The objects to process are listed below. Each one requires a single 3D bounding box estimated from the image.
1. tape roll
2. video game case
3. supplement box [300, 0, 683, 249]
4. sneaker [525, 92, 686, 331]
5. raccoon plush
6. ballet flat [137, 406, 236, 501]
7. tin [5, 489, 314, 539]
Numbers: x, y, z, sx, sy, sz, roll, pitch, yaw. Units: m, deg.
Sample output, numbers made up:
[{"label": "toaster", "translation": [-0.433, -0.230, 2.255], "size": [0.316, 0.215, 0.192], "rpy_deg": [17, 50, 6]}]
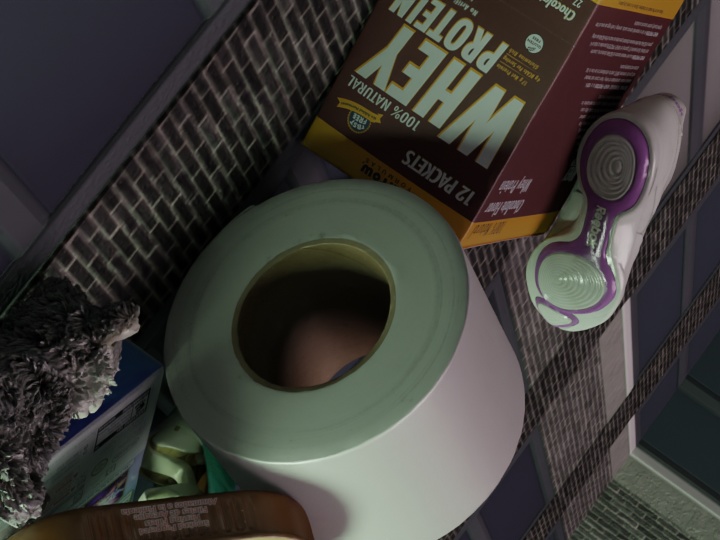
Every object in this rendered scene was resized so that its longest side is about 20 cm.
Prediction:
[{"label": "tape roll", "translation": [-0.008, 0.063, 1.240], "size": [0.203, 0.202, 0.139], "rpy_deg": [-51, 145, -14]}, {"label": "video game case", "translation": [-0.211, 0.157, 1.199], "size": [0.200, 0.045, 0.182], "rpy_deg": [-39, 155, -43]}, {"label": "supplement box", "translation": [0.094, -0.138, 1.329], "size": [0.201, 0.132, 0.197], "rpy_deg": [-60, 162, 16]}, {"label": "sneaker", "translation": [0.183, -0.039, 1.399], "size": [0.099, 0.075, 0.201], "rpy_deg": [-38, 156, -46]}, {"label": "raccoon plush", "translation": [-0.185, 0.047, 1.003], "size": [0.135, 0.096, 0.200], "rpy_deg": [-60, 164, -11]}, {"label": "ballet flat", "translation": [-0.115, 0.144, 1.299], "size": [0.070, 0.201, 0.067], "rpy_deg": [28, 121, -34]}, {"label": "tin", "translation": [-0.121, 0.175, 1.162], "size": [0.198, 0.042, 0.112], "rpy_deg": [-3, 149, -21]}]
